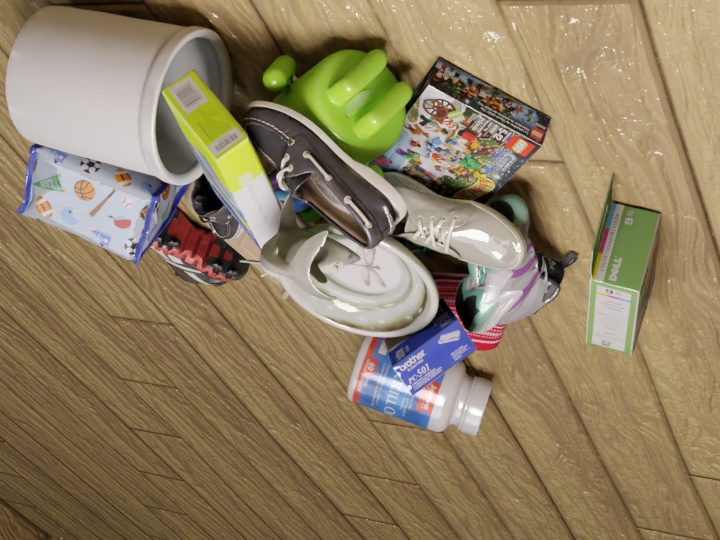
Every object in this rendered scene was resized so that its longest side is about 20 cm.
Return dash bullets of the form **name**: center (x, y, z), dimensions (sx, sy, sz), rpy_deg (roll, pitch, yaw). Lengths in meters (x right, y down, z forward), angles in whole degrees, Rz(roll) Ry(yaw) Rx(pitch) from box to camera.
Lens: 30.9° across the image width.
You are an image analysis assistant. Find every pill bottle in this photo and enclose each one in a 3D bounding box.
- **pill bottle**: center (0.088, 0.168, 1.898), dimensions (0.197, 0.113, 0.113), rpy_deg (18, 153, 8)

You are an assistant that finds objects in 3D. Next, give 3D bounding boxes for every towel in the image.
- **towel**: center (0.128, 0.057, 1.722), dimensions (0.142, 0.023, 0.201), rpy_deg (3, 153, -3)

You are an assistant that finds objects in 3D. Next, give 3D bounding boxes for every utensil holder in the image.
- **utensil holder**: center (-0.268, -0.200, 1.445), dimensions (0.197, 0.172, 0.171), rpy_deg (15, 153, 20)

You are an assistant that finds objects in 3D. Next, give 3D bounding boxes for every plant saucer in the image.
- **plant saucer**: center (0.000, 0.000, 1.513), dimensions (0.197, 0.051, 0.201), rpy_deg (13, 145, 9)

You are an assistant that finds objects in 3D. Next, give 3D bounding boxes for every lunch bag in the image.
- **lunch bag**: center (-0.305, -0.116, 1.607), dimensions (0.168, 0.201, 0.125), rpy_deg (23, 121, -3)

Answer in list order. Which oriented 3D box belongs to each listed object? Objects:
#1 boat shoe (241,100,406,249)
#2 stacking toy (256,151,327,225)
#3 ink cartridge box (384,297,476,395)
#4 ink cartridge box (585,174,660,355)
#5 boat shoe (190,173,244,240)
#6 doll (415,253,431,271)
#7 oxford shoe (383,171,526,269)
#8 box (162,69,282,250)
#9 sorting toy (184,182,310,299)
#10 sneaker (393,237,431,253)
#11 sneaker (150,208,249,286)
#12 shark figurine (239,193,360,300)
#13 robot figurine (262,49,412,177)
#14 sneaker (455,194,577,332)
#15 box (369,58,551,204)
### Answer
- **boat shoe**: center (-0.048, -0.095, 1.314), dimensions (0.199, 0.060, 0.074), rpy_deg (38, 153, 7)
- **stacking toy**: center (-0.044, -0.079, 1.537), dimensions (0.200, 0.086, 0.085), rpy_deg (47, 146, -20)
- **ink cartridge box**: center (0.081, 0.087, 1.563), dimensions (0.044, 0.093, 0.200), rpy_deg (54, -178, -6)
- **ink cartridge box**: center (0.290, -0.002, 1.438), dimensions (0.058, 0.105, 0.201), rpy_deg (13, 151, 16)
- **boat shoe**: center (-0.178, -0.093, 1.593), dimensions (0.070, 0.066, 0.201), rpy_deg (38, 151, 14)
- **doll**: center (0.014, -0.046, 1.637), dimensions (0.199, 0.049, 0.136), rpy_deg (37, 151, -25)
- **oxford shoe**: center (0.088, -0.048, 1.429), dimensions (0.198, 0.058, 0.076), rpy_deg (26, 126, 21)
- **box**: center (-0.137, -0.108, 1.394), dimensions (0.122, 0.047, 0.201), rpy_deg (50, 170, 32)
- **sorting toy**: center (-0.139, -0.070, 1.683), dimensions (0.200, 0.036, 0.185), rpy_deg (44, 153, 3)
- **sneaker**: center (0.075, -0.049, 1.535), dimensions (0.198, 0.092, 0.078), rpy_deg (28, 154, -10)
- **sneaker**: center (-0.256, -0.035, 1.841), dimensions (0.199, 0.072, 0.098), rpy_deg (29, 151, -14)
- **shark figurine**: center (-0.071, -0.032, 1.346), dimensions (0.126, 0.091, 0.214), rpy_deg (8, -173, 6)
- **robot figurine**: center (-0.029, -0.159, 1.387), dimensions (0.176, 0.116, 0.199), rpy_deg (49, 147, -11)
- **sneaker**: center (0.196, -0.015, 1.509), dimensions (0.138, 0.078, 0.201), rpy_deg (-7, 142, -21)
- **box**: center (0.102, -0.137, 1.413), dimensions (0.135, 0.038, 0.200), rpy_deg (27, 153, -7)
